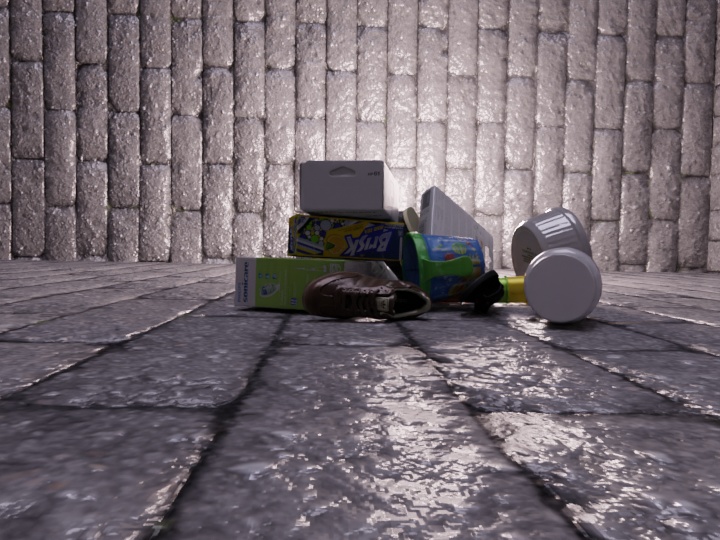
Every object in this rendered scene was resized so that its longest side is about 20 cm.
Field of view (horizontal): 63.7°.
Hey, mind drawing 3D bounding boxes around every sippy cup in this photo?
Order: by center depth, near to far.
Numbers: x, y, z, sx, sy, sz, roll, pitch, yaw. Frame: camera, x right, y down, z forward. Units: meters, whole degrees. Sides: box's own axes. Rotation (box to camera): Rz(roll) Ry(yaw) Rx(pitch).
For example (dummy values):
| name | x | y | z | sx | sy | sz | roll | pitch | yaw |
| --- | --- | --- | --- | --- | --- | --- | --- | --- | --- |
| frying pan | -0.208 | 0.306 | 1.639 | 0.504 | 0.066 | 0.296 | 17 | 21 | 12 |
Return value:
| name | x | y | z | sx | sy | sz | roll | pitch | yaw |
| --- | --- | --- | --- | --- | --- | --- | --- | --- | --- |
| sippy cup | 0.152 | -0.006 | 1.053 | 0.128 | 0.141 | 0.179 | -5 | 36 | -8 |

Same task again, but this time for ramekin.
| name | x | y | z | sx | sy | sz | roll | pitch | yaw |
| --- | --- | --- | --- | --- | --- | --- | --- | --- | --- |
| ramekin | 0.398 | -0.026 | 1.234 | 0.093 | 0.205 | 0.202 | -12 | 5 | -9 |

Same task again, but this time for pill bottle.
| name | x | y | z | sx | sy | sz | roll | pitch | yaw |
| --- | --- | --- | --- | --- | --- | --- | --- | --- | --- |
| pill bottle | 0.315 | 0.021 | 0.899 | 0.112 | 0.115 | 0.200 | 2 | 3 | 22 |

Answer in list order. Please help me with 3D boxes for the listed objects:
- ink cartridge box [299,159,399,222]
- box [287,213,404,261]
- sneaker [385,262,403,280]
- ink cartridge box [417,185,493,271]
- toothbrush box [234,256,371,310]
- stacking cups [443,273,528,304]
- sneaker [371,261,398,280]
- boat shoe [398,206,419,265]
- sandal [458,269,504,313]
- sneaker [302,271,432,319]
| name | x | y | z | sx | sy | sz | roll | pitch | yaw |
| --- | --- | --- | --- | --- | --- | --- | --- | --- | --- |
| ink cartridge box | -0.014 | -0.132 | 1.026 | 0.142 | 0.086 | 0.200 | 1 | -4 | 11 |
| box | -0.025 | -0.055 | 1.012 | 0.197 | 0.071 | 0.064 | 3 | 0 | -21 |
| sneaker | 0.000 | 0.000 | 1.227 | 0.197 | 0.116 | 0.075 | 1 | 2 | -2 |
| ink cartridge box | 0.202 | -0.062 | 1.219 | 0.199 | 0.164 | 0.050 | 37 | -47 | -28 |
| toothbrush box | -0.095 | 0.022 | 0.998 | 0.197 | 0.087 | 0.145 | 3 | 1 | 18 |
| stacking cups | 0.225 | 0.037 | 1.128 | 0.197 | 0.061 | 0.061 | 0 | 2 | 4 |
| sneaker | 0.002 | -0.012 | 1.110 | 0.200 | 0.075 | 0.100 | 41 | -17 | -2 |
| boat shoe | 0.118 | -0.028 | 1.201 | 0.063 | 0.203 | 0.074 | -23 | 5 | 31 |
| sandal | 0.222 | 0.041 | 0.999 | 0.048 | 0.075 | 0.200 | 50 | 15 | 20 |
| sneaker | 0.015 | 0.039 | 0.862 | 0.197 | 0.072 | 0.075 | -1 | 4 | -24 |
